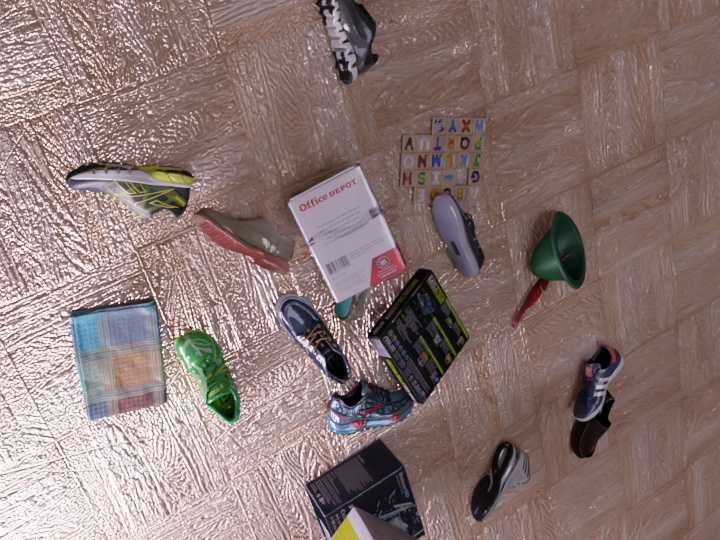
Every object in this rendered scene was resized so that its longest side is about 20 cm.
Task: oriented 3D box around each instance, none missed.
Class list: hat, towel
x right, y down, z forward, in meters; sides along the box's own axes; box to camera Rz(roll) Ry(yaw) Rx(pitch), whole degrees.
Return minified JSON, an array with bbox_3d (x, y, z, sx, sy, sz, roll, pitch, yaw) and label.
[{"bbox_3d":[0.398,-0.016,1.510,0.166,0.173,0.203,47,46,-28],"label":"hat"},{"bbox_3d":[-0.415,0.155,1.152,0.143,0.022,0.206,-10,110,-23],"label":"towel"}]

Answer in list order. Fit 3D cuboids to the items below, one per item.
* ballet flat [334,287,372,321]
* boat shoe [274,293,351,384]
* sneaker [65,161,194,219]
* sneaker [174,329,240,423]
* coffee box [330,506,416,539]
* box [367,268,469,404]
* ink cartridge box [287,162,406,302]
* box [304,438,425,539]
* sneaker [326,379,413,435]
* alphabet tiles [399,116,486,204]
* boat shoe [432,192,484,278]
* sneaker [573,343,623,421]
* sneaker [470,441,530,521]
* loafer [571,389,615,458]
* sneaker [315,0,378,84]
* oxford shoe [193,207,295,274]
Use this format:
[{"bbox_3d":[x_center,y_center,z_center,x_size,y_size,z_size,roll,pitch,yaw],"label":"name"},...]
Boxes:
[{"bbox_3d":[0.000,0.000,1.293,0.074,0.067,0.206,0,106,-47],"label":"ballet flat"},{"bbox_3d":[-0.084,0.130,1.269,0.071,0.091,0.202,-42,119,-8],"label":"boat shoe"},{"bbox_3d":[-0.364,-0.124,1.060,0.195,0.074,0.087,0,107,-26],"label":"sneaker"},{"bbox_3d":[-0.266,0.192,1.202,0.073,0.083,0.203,-32,117,-13],"label":"sneaker"},{"bbox_3d":[0.032,0.627,1.280,0.198,0.200,0.200,36,91,-29],"label":"coffee box"},{"bbox_3d":[0.125,0.136,1.375,0.194,0.047,0.202,-51,123,-27],"label":"box"},{"bbox_3d":[-0.022,-0.071,1.193,0.144,0.083,0.204,-25,101,7],"label":"ink cartridge box"},{"bbox_3d":[0.011,0.511,1.419,0.193,0.123,0.204,-27,116,-19],"label":"box"},{"bbox_3d":[0.024,0.272,1.376,0.195,0.079,0.098,-12,109,-23],"label":"sneaker"},{"bbox_3d":[0.166,-0.221,1.335,0.195,0.008,0.172,-6,108,-26],"label":"alphabet tiles"},{"bbox_3d":[0.210,-0.082,1.370,0.066,0.069,0.203,-42,118,-28],"label":"boat shoe"},{"bbox_3d":[0.578,0.274,1.660,0.084,0.074,0.203,38,77,-32],"label":"sneaker"},{"bbox_3d":[0.355,0.531,1.623,0.114,0.075,0.204,28,90,-28],"label":"sneaker"},{"bbox_3d":[0.600,0.396,1.706,0.071,0.071,0.206,3,104,-27],"label":"loafer"},{"bbox_3d":[-0.019,-0.435,1.146,0.089,0.066,0.204,-27,120,-19],"label":"sneaker"},{"bbox_3d":[-0.202,-0.067,1.174,0.198,0.070,0.075,32,70,-34],"label":"oxford shoe"}]
